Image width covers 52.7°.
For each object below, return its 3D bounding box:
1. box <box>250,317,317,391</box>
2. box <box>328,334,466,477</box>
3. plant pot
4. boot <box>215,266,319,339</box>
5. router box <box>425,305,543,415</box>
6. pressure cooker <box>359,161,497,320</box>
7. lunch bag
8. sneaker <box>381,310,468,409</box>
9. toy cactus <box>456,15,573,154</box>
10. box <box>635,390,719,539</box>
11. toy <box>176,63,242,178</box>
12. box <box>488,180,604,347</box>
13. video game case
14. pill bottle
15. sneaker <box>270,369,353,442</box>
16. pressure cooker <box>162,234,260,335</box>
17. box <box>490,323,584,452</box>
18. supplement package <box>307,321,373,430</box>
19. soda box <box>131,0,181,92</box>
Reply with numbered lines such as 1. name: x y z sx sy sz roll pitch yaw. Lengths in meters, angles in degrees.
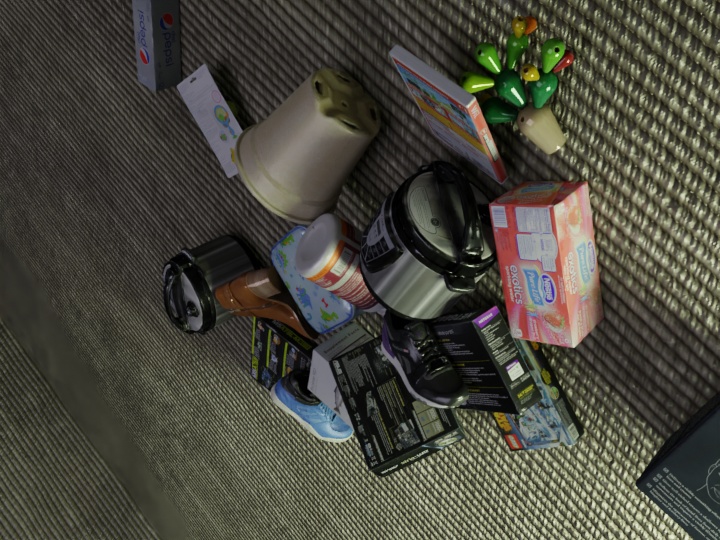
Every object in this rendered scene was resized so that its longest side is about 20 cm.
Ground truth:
1. box: -0.164 0.209 1.606 0.192 0.047 0.202 35 135 29
2. box: 0.060 0.214 1.215 0.202 0.162 0.086 65 -175 27
3. plant pot: -0.070 -0.208 1.151 0.201 0.200 0.183 53 129 7
4. boot: -0.185 0.080 1.459 0.154 0.077 0.200 -18 134 32
5. router box: 0.171 0.136 1.096 0.151 0.051 0.200 63 159 -3
6. pressure cooker: 0.107 -0.047 1.045 0.176 0.179 0.200 43 140 4
7. lunch bag: -0.068 0.008 1.348 0.202 0.082 0.160 58 142 2
8. sneaker: 0.089 0.126 1.105 0.200 0.075 0.089 41 145 46
9. toy cactus: 0.201 -0.224 0.925 0.165 0.103 0.199 47 141 -15
10. box: 0.468 0.242 0.897 0.148 0.107 0.201 43 139 20
11. toy: -0.264 -0.289 1.401 0.114 0.047 0.202 -15 105 47
12. box: 0.253 -0.011 0.978 0.102 0.094 0.203 6 118 45
13. video game case: 0.120 -0.200 0.953 0.143 0.017 0.200 44 -179 31
14. pill bottle: 0.000 0.000 1.178 0.199 0.111 0.109 31 152 -30
15. sneaker: -0.082 0.277 1.505 0.199 0.077 0.111 37 136 -8
16. pressure cooker: -0.326 0.032 1.541 0.178 0.199 0.178 -28 91 55
17. box: 0.249 0.185 1.149 0.136 0.040 0.202 -24 94 52
18. supplement package: 0.012 0.217 1.364 0.199 0.117 0.118 36 137 26
19. soda box: -0.396 -0.459 1.418 0.063 0.068 0.202 32 134 28
